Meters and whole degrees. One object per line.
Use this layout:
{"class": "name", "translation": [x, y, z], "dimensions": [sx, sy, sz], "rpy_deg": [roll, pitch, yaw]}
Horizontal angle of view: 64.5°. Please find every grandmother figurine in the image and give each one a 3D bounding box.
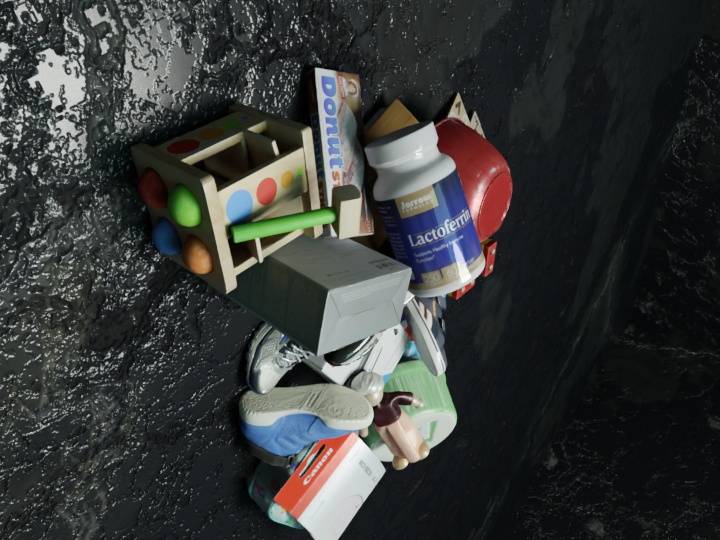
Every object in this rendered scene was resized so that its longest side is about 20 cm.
{"class": "grandmother figurine", "translation": [0.046, 0.234, 0.913], "dimensions": [0.120, 0.061, 0.202], "rpy_deg": [-33, 121, 1]}

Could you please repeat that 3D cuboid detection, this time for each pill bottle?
{"class": "pill bottle", "translation": [0.081, -0.080, 0.740], "dimensions": [0.115, 0.114, 0.204], "rpy_deg": [-35, 111, -36]}

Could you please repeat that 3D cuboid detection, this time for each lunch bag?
{"class": "lunch bag", "translation": [-0.091, 0.322, 0.951], "dimensions": [0.202, 0.076, 0.161], "rpy_deg": [-56, 148, -13]}

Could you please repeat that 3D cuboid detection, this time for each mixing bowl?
{"class": "mixing bowl", "translation": [0.157, -0.113, 0.855], "dimensions": [0.198, 0.107, 0.205], "rpy_deg": [-32, 134, -38]}

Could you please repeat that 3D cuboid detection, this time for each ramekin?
{"class": "ramekin", "translation": [0.083, 0.266, 1.056], "dimensions": [0.195, 0.099, 0.203], "rpy_deg": [-14, 141, -12]}

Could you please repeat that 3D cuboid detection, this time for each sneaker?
{"class": "sneaker", "translation": [-0.082, 0.235, 0.847], "dimensions": [0.194, 0.077, 0.114], "rpy_deg": [2, 123, -10]}
{"class": "sneaker", "translation": [0.116, 0.074, 0.978], "dimensions": [0.078, 0.204, 0.079], "rpy_deg": [-20, 167, -13]}
{"class": "sneaker", "translation": [-0.087, 0.091, 0.808], "dimensions": [0.203, 0.084, 0.077], "rpy_deg": [-58, 145, -10]}
{"class": "sneaker", "translation": [0.004, 0.039, 0.797], "dimensions": [0.200, 0.075, 0.089], "rpy_deg": [-47, 118, -27]}

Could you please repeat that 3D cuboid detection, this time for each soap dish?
{"class": "soap dish", "translation": [0.029, -0.122, 0.842], "dimensions": [0.201, 0.080, 0.158], "rpy_deg": [-52, 144, -18]}

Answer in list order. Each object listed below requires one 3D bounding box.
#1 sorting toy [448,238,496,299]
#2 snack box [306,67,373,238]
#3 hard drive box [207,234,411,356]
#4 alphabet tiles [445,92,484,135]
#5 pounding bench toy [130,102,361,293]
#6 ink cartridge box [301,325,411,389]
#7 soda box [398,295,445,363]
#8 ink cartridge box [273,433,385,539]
{"class": "sorting toy", "translation": [0.220, -0.060, 1.152], "dimensions": [0.198, 0.069, 0.204], "rpy_deg": [-31, 133, -40]}
{"class": "snack box", "translation": [-0.025, -0.146, 0.720], "dimensions": [0.071, 0.024, 0.206], "rpy_deg": [-6, 91, -39]}
{"class": "hard drive box", "translation": [-0.062, 0.007, 0.688], "dimensions": [0.154, 0.197, 0.079], "rpy_deg": [-12, 121, -49]}
{"class": "alphabet tiles", "translation": [0.193, -0.204, 1.024], "dimensions": [0.201, 0.007, 0.170], "rpy_deg": [55, 49, -40]}
{"class": "pounding bench toy", "translation": [-0.113, -0.064, 0.574], "dimensions": [0.155, 0.197, 0.127], "rpy_deg": [-36, 137, -36]}
{"class": "ink cartridge box", "translation": [-0.012, 0.117, 0.928], "dimensions": [0.146, 0.083, 0.200], "rpy_deg": [-57, 145, -13]}
{"class": "soda box", "translation": [0.099, 0.103, 1.092], "dimensions": [0.067, 0.063, 0.205], "rpy_deg": [9, 102, -55]}
{"class": "ink cartridge box", "translation": [-0.041, 0.347, 0.923], "dimensions": [0.163, 0.056, 0.202], "rpy_deg": [-49, 149, -19]}
